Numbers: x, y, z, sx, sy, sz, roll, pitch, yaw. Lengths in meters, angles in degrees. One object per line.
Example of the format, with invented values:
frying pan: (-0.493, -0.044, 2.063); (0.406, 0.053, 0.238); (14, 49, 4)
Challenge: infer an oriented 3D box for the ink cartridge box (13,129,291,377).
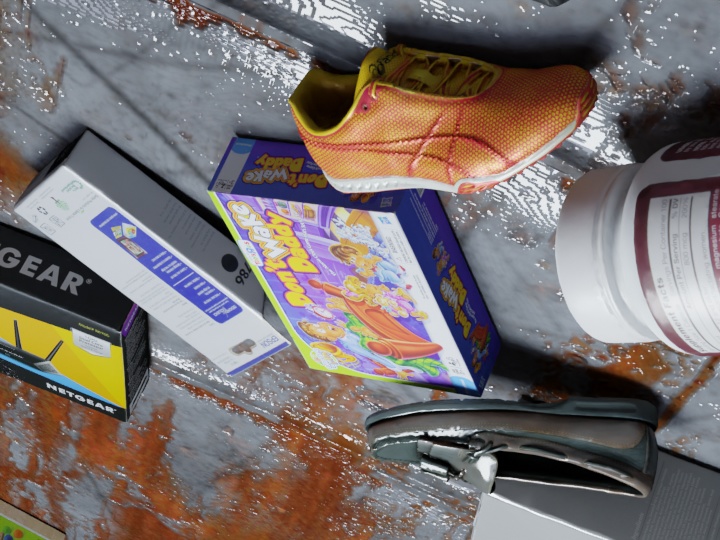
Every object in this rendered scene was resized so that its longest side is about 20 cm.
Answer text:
ink cartridge box: (-0.137, -0.009, 1.346); (0.200, 0.039, 0.099); (40, 147, -15)

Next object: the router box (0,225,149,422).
router box: (-0.261, 0.030, 1.500); (0.198, 0.051, 0.150); (21, 149, 8)

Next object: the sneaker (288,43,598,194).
sneaker: (0.038, -0.087, 1.066); (0.199, 0.073, 0.077); (-6, 129, 39)

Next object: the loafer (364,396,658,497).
loafer: (0.100, 0.121, 1.303); (0.198, 0.064, 0.072); (-3, 160, 7)

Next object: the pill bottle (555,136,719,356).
pill bottle: (0.207, -0.014, 1.009); (0.199, 0.115, 0.114); (-5, 140, 42)

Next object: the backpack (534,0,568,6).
backpack: (0.020, -0.202, 0.820); (0.199, 0.164, 0.154); (7, 139, 41)

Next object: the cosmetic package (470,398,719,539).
cosmetic package: (0.183, 0.178, 1.376); (0.198, 0.091, 0.107); (24, 152, 8)

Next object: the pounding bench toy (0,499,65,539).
pounding bench toy: (-0.410, 0.346, 1.981); (0.123, 0.201, 0.156); (28, 150, -8)

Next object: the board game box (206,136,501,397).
board game box: (0.000, 0.000, 1.261); (0.133, 0.045, 0.201); (8, 147, 28)
